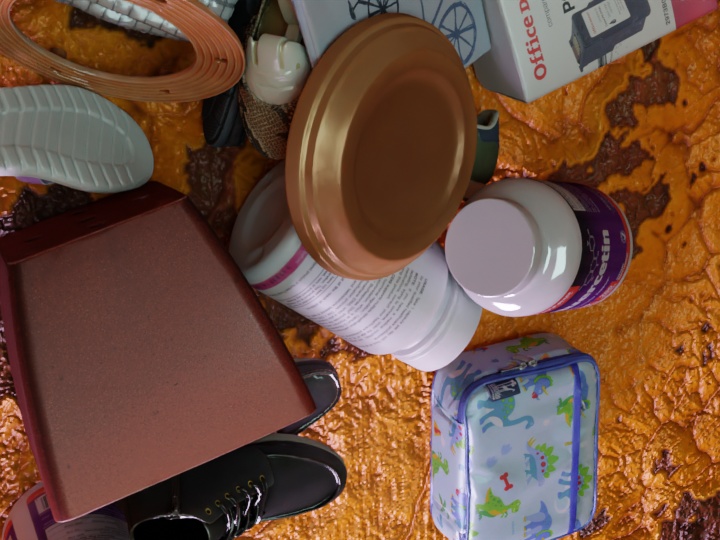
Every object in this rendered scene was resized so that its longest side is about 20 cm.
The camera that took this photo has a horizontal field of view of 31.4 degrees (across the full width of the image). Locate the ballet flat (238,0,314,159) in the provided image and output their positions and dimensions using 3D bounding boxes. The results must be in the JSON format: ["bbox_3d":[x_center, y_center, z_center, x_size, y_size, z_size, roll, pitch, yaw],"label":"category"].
[{"bbox_3d":[-0.050,-0.183,0.918,0.067,0.075,0.201,14,87,8],"label":"ballet flat"}]

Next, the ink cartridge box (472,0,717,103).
[{"bbox_3d":[0.181,-0.249,1.065,0.199,0.084,0.145,-28,117,-13],"label":"ink cartridge box"}]

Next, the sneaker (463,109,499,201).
[{"bbox_3d":[0.033,-0.122,1.062,0.199,0.067,0.090,16,94,-28],"label":"sneaker"}]

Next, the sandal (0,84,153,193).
[{"bbox_3d":[-0.244,-0.096,0.941,0.202,0.050,0.083,4,72,-45],"label":"sandal"}]

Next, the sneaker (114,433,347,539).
[{"bbox_3d":[-0.095,0.187,1.007,0.199,0.106,0.075,1,113,-20],"label":"sneaker"}]

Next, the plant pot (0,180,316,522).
[{"bbox_3d":[-0.175,0.041,0.960,0.199,0.200,0.177,-22,106,-15],"label":"plant pot"}]

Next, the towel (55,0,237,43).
[{"bbox_3d":[-0.168,-0.264,0.899,0.199,0.086,0.166,18,109,-18],"label":"towel"}]

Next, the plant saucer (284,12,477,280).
[{"bbox_3d":[0.026,-0.087,0.948,0.200,0.037,0.201,-23,122,-44],"label":"plant saucer"}]

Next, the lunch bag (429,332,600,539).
[{"bbox_3d":[0.149,0.165,1.205,0.160,0.082,0.201,-10,113,-23],"label":"lunch bag"}]

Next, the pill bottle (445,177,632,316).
[{"bbox_3d":[0.148,-0.020,1.071,0.200,0.112,0.113,-4,115,-60],"label":"pill bottle"}]

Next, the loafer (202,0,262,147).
[{"bbox_3d":[-0.073,-0.190,0.985,0.063,0.072,0.201,6,103,-29],"label":"loafer"}]

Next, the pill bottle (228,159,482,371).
[{"bbox_3d":[0.000,0.000,1.059,0.199,0.113,0.114,31,94,-29],"label":"pill bottle"}]

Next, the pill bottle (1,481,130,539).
[{"bbox_3d":[-0.213,0.252,1.005,0.111,0.200,0.112,-8,112,-21],"label":"pill bottle"}]

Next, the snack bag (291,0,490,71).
[{"bbox_3d":[0.021,-0.196,0.948,0.200,0.021,0.189,-44,133,-32],"label":"snack bag"}]

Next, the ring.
[{"bbox_3d":[-0.177,-0.168,0.887,0.199,0.200,0.019,18,72,-28],"label":"ring"}]

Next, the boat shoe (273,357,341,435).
[{"bbox_3d":[-0.099,0.144,1.090,0.199,0.073,0.075,-29,118,-12],"label":"boat shoe"}]
